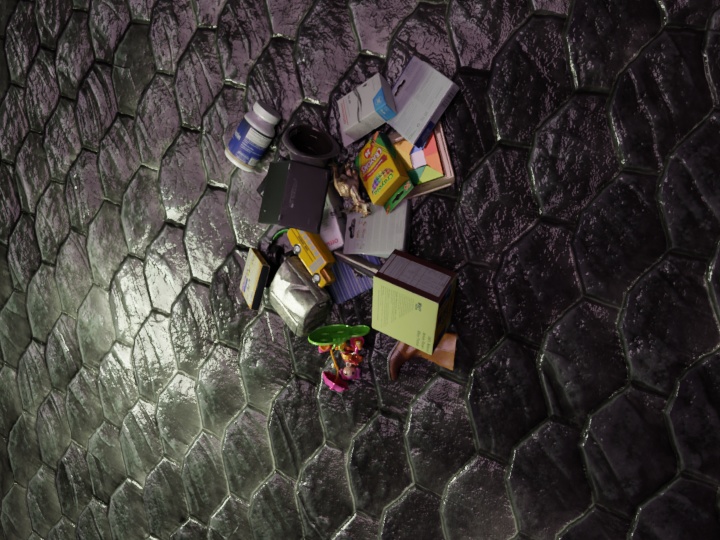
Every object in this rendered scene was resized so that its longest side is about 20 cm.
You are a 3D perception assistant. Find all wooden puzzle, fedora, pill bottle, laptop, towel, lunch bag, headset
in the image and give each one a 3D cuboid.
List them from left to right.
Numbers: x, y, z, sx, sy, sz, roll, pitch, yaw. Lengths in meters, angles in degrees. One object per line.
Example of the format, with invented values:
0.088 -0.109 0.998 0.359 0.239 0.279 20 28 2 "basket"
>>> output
-0.345 -0.436 1.845 0.115 0.115 0.202 42 108 17 "pill bottle"
-0.258 -0.040 1.841 0.120 0.094 0.206 20 92 22 "headset"
-0.199 -0.219 1.699 0.193 0.116 0.194 12 88 -5 "laptop"
-0.180 0.075 1.752 0.201 0.137 0.170 48 147 21 "lunch bag"
-0.156 -0.362 1.749 0.200 0.173 0.092 46 139 30 "fedora"
-0.024 0.002 1.774 0.196 0.024 0.149 -26 86 26 "towel"
0.168 -0.323 1.651 0.180 0.037 0.207 -15 87 26 "wooden puzzle"

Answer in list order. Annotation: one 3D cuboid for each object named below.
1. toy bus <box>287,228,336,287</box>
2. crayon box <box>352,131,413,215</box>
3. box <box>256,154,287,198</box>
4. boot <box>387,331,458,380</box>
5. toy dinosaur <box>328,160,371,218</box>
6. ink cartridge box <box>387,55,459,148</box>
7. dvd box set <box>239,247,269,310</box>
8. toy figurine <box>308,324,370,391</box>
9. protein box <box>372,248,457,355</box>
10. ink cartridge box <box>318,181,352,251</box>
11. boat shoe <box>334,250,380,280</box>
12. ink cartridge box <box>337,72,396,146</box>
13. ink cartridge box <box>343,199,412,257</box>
-0.139 -0.050 1.708 0.078 0.065 0.202 -41 77 21 "toy bus"
0.064 -0.283 1.654 0.127 0.050 0.204 -44 58 33 "crayon box"
-0.243 -0.255 1.782 0.144 0.036 0.201 -52 46 11 "box"
0.183 0.255 1.681 0.194 0.068 0.195 14 92 16 "boot"
-0.041 -0.244 1.706 0.083 0.201 0.139 -17 127 -11 "toy dinosaur"
0.161 -0.482 1.625 0.202 0.040 0.201 -54 49 17 "ink cartridge box"
-0.346 0.024 1.855 0.200 0.029 0.151 38 114 62 "dvd box set"
-0.053 0.279 1.768 0.192 0.151 0.191 -8 105 1 "toy figurine"
0.148 0.086 1.589 0.195 0.135 0.203 22 136 22 "protein box"
-0.121 -0.153 1.772 0.143 0.085 0.206 -20 86 25 "ink cartridge box"
0.000 0.000 1.710 0.195 0.072 0.065 25 108 13 "boat shoe"
0.002 -0.469 1.681 0.196 0.066 0.119 -26 62 28 "ink cartridge box"
0.053 -0.122 1.687 0.194 0.057 0.168 -3 72 30 "ink cartridge box"
